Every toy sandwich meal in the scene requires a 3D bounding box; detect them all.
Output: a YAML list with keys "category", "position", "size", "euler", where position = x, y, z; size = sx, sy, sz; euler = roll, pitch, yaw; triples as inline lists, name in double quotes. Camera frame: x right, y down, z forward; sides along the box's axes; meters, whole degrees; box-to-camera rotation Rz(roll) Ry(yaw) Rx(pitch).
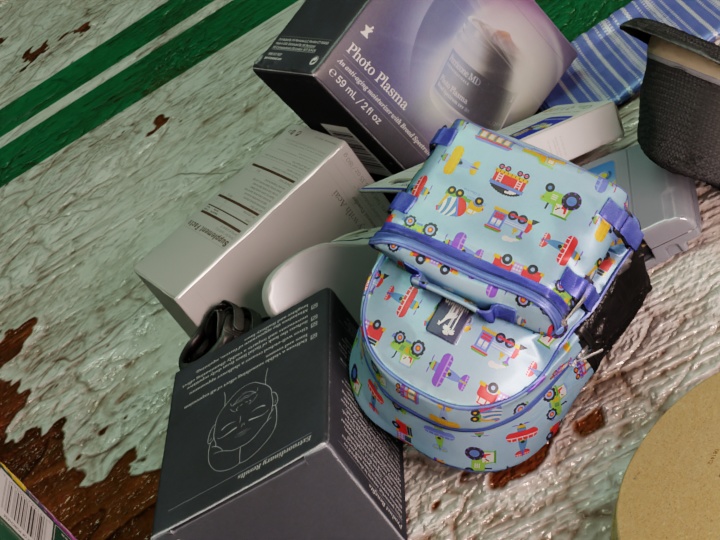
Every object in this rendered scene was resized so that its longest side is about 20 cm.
- category: "toy sandwich meal"
  position: [0.231, 0.122, 0.862]
  size: [0.204, 0.070, 0.206]
  euler: [-33, 27, 20]

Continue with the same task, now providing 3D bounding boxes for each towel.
- category: "towel"
  position: [0.240, -0.202, 1.411]
  size: [0.199, 0.024, 0.145]
  euler: [-34, 27, 8]

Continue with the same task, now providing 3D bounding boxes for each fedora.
- category: "fedora"
  position: [0.256, -0.105, 1.124]
  size: [0.092, 0.199, 0.201]
  euler: [-66, 25, 9]

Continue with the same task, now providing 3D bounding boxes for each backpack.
- category: "backpack"
  position: [0.081, 0.024, 1.081]
  size: [0.182, 0.135, 0.201]
  euler: [29, 73, 23]

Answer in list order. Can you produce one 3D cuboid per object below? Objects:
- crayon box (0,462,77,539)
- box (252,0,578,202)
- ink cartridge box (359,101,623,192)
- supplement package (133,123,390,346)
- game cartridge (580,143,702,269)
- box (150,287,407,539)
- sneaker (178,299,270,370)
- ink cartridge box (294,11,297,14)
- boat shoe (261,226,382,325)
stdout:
- category: "crayon box"
  position: [-0.259, 0.253, 1.104]
  size: [0.172, 0.200, 0.058]
  euler: [-32, 27, 12]
- category: "box"
  position: [0.051, -0.185, 1.391]
  size: [0.199, 0.200, 0.123]
  euler: [-54, 30, -12]
- category: "ink cartridge box"
  position: [0.105, -0.087, 1.280]
  size: [0.199, 0.037, 0.095]
  euler: [-22, 11, -20]
- category: "supplement package"
  position: [-0.076, -0.013, 1.392]
  size: [0.200, 0.121, 0.120]
  euler: [-43, 27, -11]
- category: "game cartridge"
  position: [0.163, -0.027, 1.216]
  size: [0.199, 0.041, 0.134]
  euler: [-27, 25, 21]
- category: "box"
  position: [-0.055, 0.133, 1.150]
  size: [0.148, 0.107, 0.201]
  euler: [-29, 27, 16]
- category: "sneaker"
  position: [-0.063, 0.049, 1.303]
  size: [0.200, 0.099, 0.071]
  euler: [-41, 25, -9]
- category: "ink cartridge box"
  position: [-0.001, -0.314, 1.880]
  size: [0.095, 0.037, 0.200]
  euler: [-42, 24, -10]
- category: "boat shoe"
  position: [0.000, 0.000, 1.279]
  size: [0.199, 0.072, 0.066]
  euler: [-25, 7, -30]
